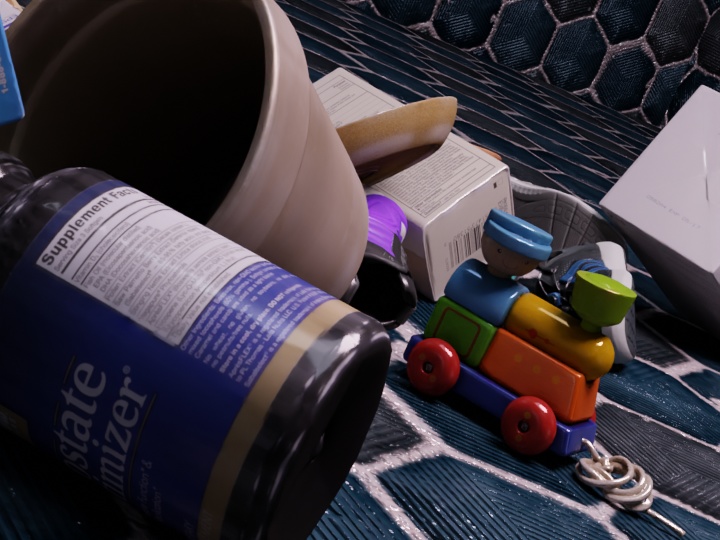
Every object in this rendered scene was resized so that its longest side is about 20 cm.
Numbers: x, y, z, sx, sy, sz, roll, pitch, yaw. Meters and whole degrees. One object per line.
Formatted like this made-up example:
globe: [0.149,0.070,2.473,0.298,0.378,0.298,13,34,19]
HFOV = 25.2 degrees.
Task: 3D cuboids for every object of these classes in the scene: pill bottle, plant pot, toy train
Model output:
pill bottle: [-0.096,0.028,0.653,0.199,0.113,0.112,27,13,15]
plant pot: [-0.085,-0.047,0.851,0.199,0.201,0.173,33,0,35]
toy train: [0.131,0.055,0.952,0.199,0.117,0.084,30,15,25]
plant pot: [-0.021,-0.068,1.101,0.028,0.198,0.200,69,20,2]

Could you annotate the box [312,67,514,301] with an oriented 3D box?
box: [0.019,-0.071,1.248,0.095,0.078,0.199,-34,47,-23]

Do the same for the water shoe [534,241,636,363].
water shoe: [0.181,0.029,1.307,0.078,0.072,0.200,-3,13,6]

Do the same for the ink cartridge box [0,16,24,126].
ink cartridge box: [-0.267,-0.118,0.659,0.198,0.149,0.144,-22,33,-23]

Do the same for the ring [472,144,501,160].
ring: [0.042,-0.124,1.605,0.198,0.019,0.200,13,-1,0]

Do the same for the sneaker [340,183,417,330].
sneaker: [0.000,0.001,1.059,0.099,0.070,0.200,36,18,16]

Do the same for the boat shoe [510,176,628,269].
boat shoe: [0.176,-0.045,1.536,0.201,0.075,0.064,25,15,35]

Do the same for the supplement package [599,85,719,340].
supplement package: [0.353,-0.033,1.481,0.152,0.151,0.200,38,-5,46]

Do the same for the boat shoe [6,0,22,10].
boat shoe: [-0.302,-0.194,1.266,0.073,0.076,0.200,25,20,-20]

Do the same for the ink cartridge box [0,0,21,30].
ink cartridge box: [-0.311,-0.175,1.117,0.099,0.040,0.200,-30,42,-24]

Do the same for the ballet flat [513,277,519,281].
ballet flat: [0.062,-0.043,1.312,0.200,0.073,0.072,36,17,37]
